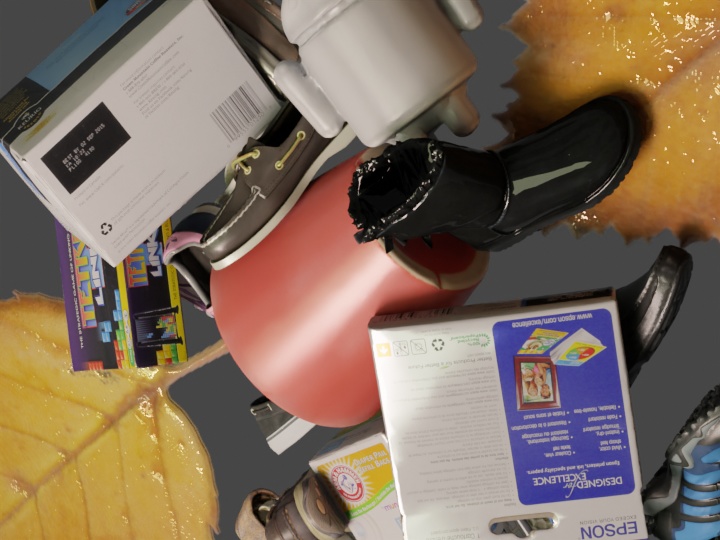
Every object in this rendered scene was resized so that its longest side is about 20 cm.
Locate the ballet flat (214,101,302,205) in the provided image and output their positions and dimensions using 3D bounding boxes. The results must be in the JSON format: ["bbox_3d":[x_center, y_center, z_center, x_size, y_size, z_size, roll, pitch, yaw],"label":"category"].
[{"bbox_3d":[-0.085,-0.100,1.741,0.069,0.069,0.201,42,137,10],"label":"ballet flat"}]

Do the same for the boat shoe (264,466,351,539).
[{"bbox_3d":[-0.052,0.225,1.843,0.073,0.200,0.075,-30,82,4],"label":"boat shoe"}]

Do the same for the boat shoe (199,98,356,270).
[{"bbox_3d":[-0.069,-0.091,1.625,0.061,0.202,0.072,44,170,-21],"label":"boat shoe"}]

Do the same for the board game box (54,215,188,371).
[{"bbox_3d":[-0.224,-0.010,1.821,0.165,0.056,0.202,-9,88,61],"label":"board game box"}]

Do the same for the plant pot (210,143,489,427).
[{"bbox_3d":[0.000,0.000,1.650,0.201,0.200,0.177,50,128,2],"label":"plant pot"}]

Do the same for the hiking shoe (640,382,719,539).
[{"bbox_3d":[0.287,0.162,1.596,0.086,0.074,0.201,34,145,13],"label":"hiking shoe"}]

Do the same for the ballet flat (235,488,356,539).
[{"bbox_3d":[-0.041,0.277,1.947,0.199,0.068,0.068,27,125,22],"label":"ballet flat"}]

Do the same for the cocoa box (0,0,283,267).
[{"bbox_3d":[-0.193,-0.129,1.658,0.134,0.200,0.131,52,169,-31],"label":"cocoa box"}]

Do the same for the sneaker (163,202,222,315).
[{"bbox_3d":[-0.094,0.034,1.736,0.200,0.082,0.070,43,128,3],"label":"sneaker"}]

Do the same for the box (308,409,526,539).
[{"bbox_3d":[0.064,0.215,1.789,0.112,0.101,0.201,-24,100,46],"label":"box"}]

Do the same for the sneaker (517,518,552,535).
[{"bbox_3d":[0.174,0.233,1.727,0.146,0.076,0.204,77,177,-67],"label":"sneaker"}]

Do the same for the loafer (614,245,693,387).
[{"bbox_3d":[0.203,0.048,1.585,0.070,0.068,0.201,32,138,7],"label":"loafer"}]

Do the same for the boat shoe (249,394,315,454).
[{"bbox_3d":[-0.045,0.109,1.837,0.057,0.069,0.200,49,139,3],"label":"boat shoe"}]

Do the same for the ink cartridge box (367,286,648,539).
[{"bbox_3d":[0.117,0.124,1.559,0.195,0.047,0.202,-7,106,9],"label":"ink cartridge box"}]

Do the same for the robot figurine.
[{"bbox_3d":[0.014,-0.178,1.562,0.169,0.113,0.201,-35,93,7],"label":"robot figurine"}]

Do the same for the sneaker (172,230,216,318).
[{"bbox_3d":[-0.129,0.031,1.855,0.199,0.073,0.115,14,131,36],"label":"sneaker"}]

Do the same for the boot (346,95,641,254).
[{"bbox_3d":[0.096,-0.075,1.507,0.198,0.162,0.074,-34,61,36],"label":"boot"}]

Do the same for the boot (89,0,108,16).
[{"bbox_3d":[-0.195,-0.172,1.780,0.075,0.073,0.201,-8,114,53],"label":"boot"}]

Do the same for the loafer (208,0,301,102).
[{"bbox_3d":[-0.109,-0.229,1.683,0.200,0.063,0.072,46,170,11],"label":"loafer"}]

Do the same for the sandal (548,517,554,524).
[{"bbox_3d":[0.182,0.194,1.618,0.087,0.079,0.202,66,-175,-64],"label":"sandal"}]
